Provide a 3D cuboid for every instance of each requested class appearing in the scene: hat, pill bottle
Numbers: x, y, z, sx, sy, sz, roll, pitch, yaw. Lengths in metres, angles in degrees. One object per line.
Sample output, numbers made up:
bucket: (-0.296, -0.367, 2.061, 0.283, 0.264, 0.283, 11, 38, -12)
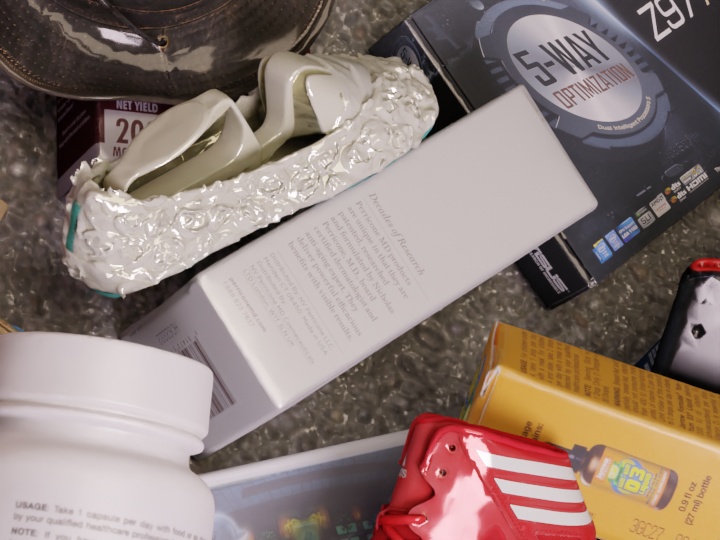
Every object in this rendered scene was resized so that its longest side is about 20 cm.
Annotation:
hat: (-0.090, -0.169, 1.174, 0.200, 0.081, 0.201, 7, 70, -20)
pill bottle: (-0.121, 0.132, 1.098, 0.113, 0.113, 0.200, 13, 78, -22)

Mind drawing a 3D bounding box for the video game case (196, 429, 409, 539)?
video game case: (0.014, 0.167, 1.212, 0.200, 0.023, 0.182, -10, 84, -28)

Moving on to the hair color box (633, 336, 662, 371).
hair color box: (0.215, 0.035, 1.277, 0.100, 0.061, 0.200, 41, 101, -10)

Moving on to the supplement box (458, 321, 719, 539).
supplement box: (0.142, 0.090, 1.201, 0.200, 0.067, 0.069, 19, 22, -5)

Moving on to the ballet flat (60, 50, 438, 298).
ballet flat: (-0.044, -0.055, 1.159, 0.200, 0.072, 0.072, -32, 90, -28)

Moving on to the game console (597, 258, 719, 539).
game console: (0.208, 0.106, 1.254, 0.176, 0.031, 0.200, 15, 105, -1)

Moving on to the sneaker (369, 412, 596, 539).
sneaker: (0.006, 0.124, 1.141, 0.200, 0.078, 0.116, -17, 101, -21)

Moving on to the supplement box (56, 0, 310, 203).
supplement box: (-0.083, -0.129, 1.246, 0.109, 0.061, 0.200, 5, 71, -24)

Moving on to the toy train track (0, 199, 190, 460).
toy train track: (-0.162, 0.038, 1.172, 0.200, 0.033, 0.115, 38, 61, -20)

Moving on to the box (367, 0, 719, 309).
box: (0.125, -0.099, 1.349, 0.200, 0.044, 0.160, -35, 91, -31)

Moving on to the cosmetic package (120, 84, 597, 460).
cosmetic package: (0.000, 0.000, 1.223, 0.200, 0.101, 0.071, -31, 88, -31)
